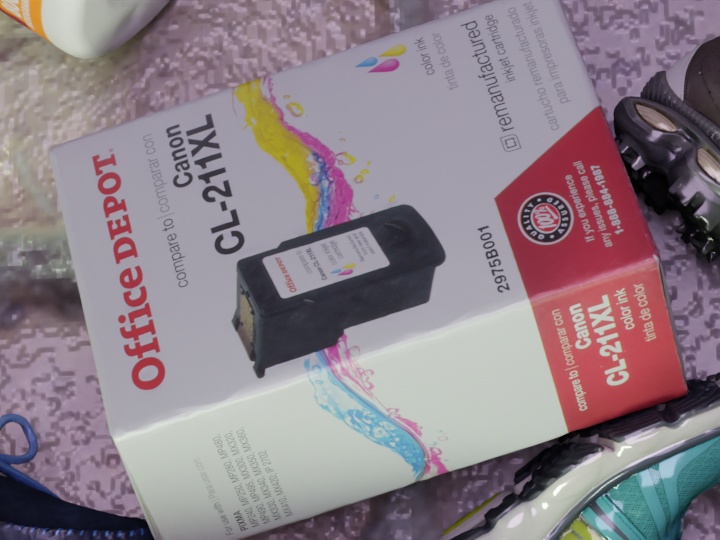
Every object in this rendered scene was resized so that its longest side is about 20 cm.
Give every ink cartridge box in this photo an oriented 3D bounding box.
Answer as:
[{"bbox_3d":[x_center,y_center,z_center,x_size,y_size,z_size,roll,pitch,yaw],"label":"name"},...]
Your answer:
[{"bbox_3d":[0.000,0.000,1.075,0.200,0.083,0.146,-18,51,1],"label":"ink cartridge box"}]

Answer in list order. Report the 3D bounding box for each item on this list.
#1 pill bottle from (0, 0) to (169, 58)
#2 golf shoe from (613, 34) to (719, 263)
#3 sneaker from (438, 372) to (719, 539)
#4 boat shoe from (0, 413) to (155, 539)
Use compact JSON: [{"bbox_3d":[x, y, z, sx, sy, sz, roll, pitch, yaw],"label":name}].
[{"bbox_3d":[-0.157,-0.178,1.146,0.200,0.114,0.114,32,81,13],"label":"pill bottle"},{"bbox_3d":[0.187,-0.015,1.086,0.094,0.078,0.200,-44,77,-7],"label":"golf shoe"},{"bbox_3d":[0.082,0.106,1.080,0.200,0.078,0.080,-38,94,1],"label":"sneaker"},{"bbox_3d":[-0.168,0.084,1.095,0.200,0.084,0.069,5,88,5],"label":"boat shoe"}]
